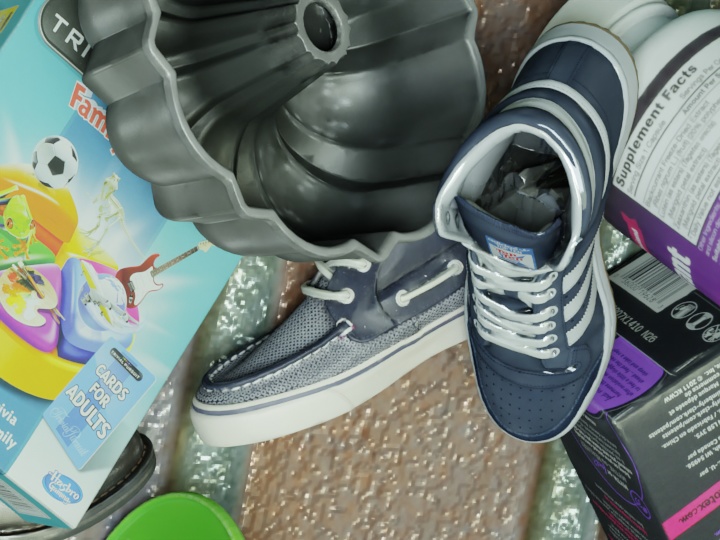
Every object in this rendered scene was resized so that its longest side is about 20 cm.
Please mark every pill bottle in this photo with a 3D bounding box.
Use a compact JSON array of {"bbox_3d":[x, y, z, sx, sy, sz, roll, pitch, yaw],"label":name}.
[{"bbox_3d":[0.169,-0.047,1.317,0.111,0.200,0.112,-36,148,-26],"label":"pill bottle"}]

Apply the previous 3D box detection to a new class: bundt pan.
[{"bbox_3d":[-0.041,-0.095,1.249,0.202,0.076,0.202,16,67,-43],"label":"bundt pan"}]

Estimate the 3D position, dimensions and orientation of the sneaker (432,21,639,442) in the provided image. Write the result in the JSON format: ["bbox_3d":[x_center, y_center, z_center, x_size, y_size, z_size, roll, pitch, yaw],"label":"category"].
[{"bbox_3d":[0.070,0.002,1.266,0.070,0.109,0.200,13,119,14],"label":"sneaker"}]

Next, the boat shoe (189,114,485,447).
[{"bbox_3d":[0.000,0.000,1.353,0.200,0.075,0.093,-27,111,-20],"label":"boat shoe"}]

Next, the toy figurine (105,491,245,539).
[{"bbox_3d":[-0.039,0.212,1.393,0.184,0.150,0.200,17,124,-36],"label":"toy figurine"}]

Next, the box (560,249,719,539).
[{"bbox_3d":[0.173,0.100,1.425,0.106,0.122,0.200,-31,118,-9],"label":"box"}]

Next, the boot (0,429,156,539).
[{"bbox_3d":[-0.188,0.035,1.285,0.199,0.069,0.175,-9,111,-19],"label":"boot"}]

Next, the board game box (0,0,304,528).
[{"bbox_3d":[-0.133,-0.015,1.259,0.151,0.047,0.200,42,68,-29],"label":"board game box"}]
